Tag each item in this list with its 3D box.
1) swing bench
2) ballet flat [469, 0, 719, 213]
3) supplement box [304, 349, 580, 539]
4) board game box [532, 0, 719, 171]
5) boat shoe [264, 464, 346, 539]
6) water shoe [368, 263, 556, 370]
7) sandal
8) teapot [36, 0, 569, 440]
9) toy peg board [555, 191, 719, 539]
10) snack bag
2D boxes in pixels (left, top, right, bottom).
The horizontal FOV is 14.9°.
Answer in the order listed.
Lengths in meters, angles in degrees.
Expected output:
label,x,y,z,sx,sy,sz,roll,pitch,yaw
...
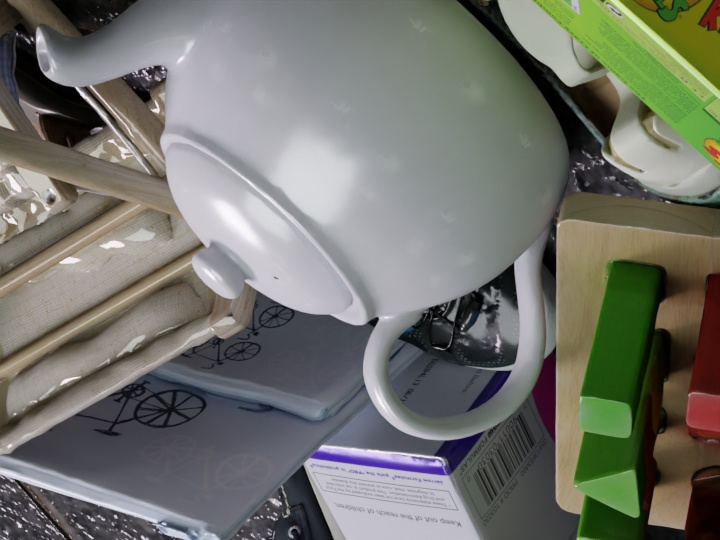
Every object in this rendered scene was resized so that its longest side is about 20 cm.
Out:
label,x,y,z,sx,sy,sz,roll,pitch,yaw
swing bench,-0.182,-0.025,1.267,0.198,0.130,0.200,-28,133,31
ballet flat,0.105,-0.082,1.149,0.200,0.074,0.074,45,145,-10
supplement box,0.066,0.131,1.403,0.103,0.101,0.201,3,131,41
board game box,0.120,-0.099,1.055,0.200,0.048,0.102,42,175,1
boat shoe,-0.027,0.166,1.475,0.200,0.066,0.075,65,-177,24
water shoe,0.000,0.000,1.320,0.199,0.079,0.072,25,116,20
sandal,-0.146,-0.056,1.429,0.199,0.055,0.082,28,144,17
teapot,-0.014,-0.044,1.199,0.200,0.146,0.198,34,166,30
toy peg board,0.177,0.081,1.196,0.198,0.098,0.201,8,138,11
snack bag,-0.084,0.054,1.368,0.188,0.200,0.022,14,131,35
